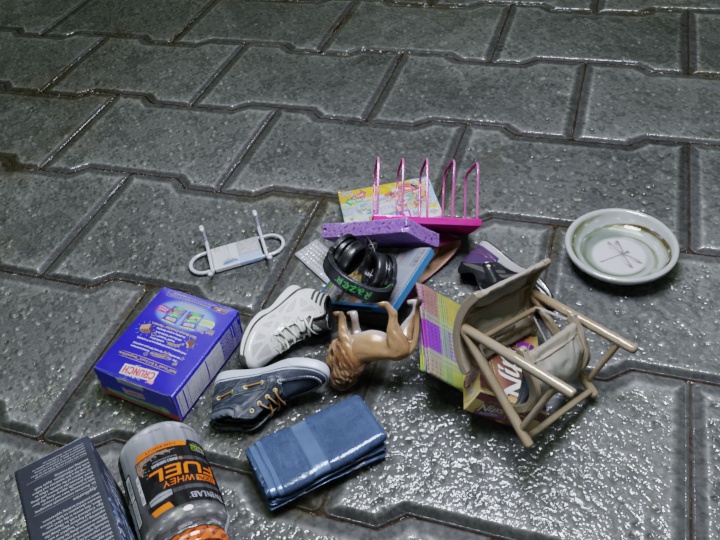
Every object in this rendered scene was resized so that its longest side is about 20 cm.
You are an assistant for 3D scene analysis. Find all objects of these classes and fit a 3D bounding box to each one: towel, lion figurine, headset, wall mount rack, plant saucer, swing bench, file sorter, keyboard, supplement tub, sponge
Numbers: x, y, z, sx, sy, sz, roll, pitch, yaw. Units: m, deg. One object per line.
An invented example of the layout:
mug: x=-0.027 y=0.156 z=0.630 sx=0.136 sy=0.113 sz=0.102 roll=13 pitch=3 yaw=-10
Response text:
towel: x=0.147 y=0.116 z=1.179 sx=0.143 sy=0.023 sz=0.202 roll=30 pitch=36 yaw=-25
lion figurine: x=0.022 y=0.118 z=1.152 sx=0.198 sy=0.072 sz=0.125 roll=-15 pitch=79 yaw=32
headset: x=0.000 y=0.000 z=1.211 sx=0.122 sy=0.095 sz=0.200 roll=27 pitch=27 yaw=-1
wall mount rack: x=-0.243 y=-0.037 z=1.419 sx=0.197 sy=0.075 sz=0.175 roll=-17 pitch=43 yaw=-8
plant saucer: x=0.473 y=-0.033 z=1.325 sx=0.197 sy=0.051 sz=0.202 roll=-4 pitch=42 yaw=4
swing bench: x=0.255 y=0.110 z=1.058 sx=0.197 sy=0.131 sz=0.200 roll=-19 pitch=57 yaw=-41
file sorter: x=0.119 y=-0.140 z=1.373 sx=0.197 sy=0.139 sz=0.128 roll=2 pitch=85 yaw=-2
towel: x=-0.065 y=0.268 z=1.086 sx=0.198 sy=0.049 sz=0.112 roll=-23 pitch=45 yaw=-15
keyboard: x=-0.051 y=0.003 z=1.395 sx=0.056 sy=0.011 sz=0.200 roll=-31 pitch=47 yaw=-22
supplement tub: x=-0.255 y=0.320 z=1.005 sx=0.121 sy=0.124 sz=0.200 roll=-23 pitch=45 yaw=-16
sponge: x=0.036 y=-0.064 z=1.329 sx=0.198 sy=0.111 sz=0.030 roll=-1 pitch=77 yaw=40

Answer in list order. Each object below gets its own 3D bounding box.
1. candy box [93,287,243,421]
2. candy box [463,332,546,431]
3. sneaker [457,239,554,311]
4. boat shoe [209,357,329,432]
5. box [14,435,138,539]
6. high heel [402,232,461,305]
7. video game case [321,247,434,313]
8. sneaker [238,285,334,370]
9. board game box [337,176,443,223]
candy box: x=-0.322 y=0.139 z=1.243 sx=0.167 sy=0.078 sz=0.201 roll=15 pitch=46 yaw=22
candy box: x=0.221 y=0.141 z=1.140 sx=0.115 sy=0.057 sz=0.202 roll=21 pitch=41 yaw=-13
sneaker: x=0.255 y=0.033 z=1.288 sx=0.087 sy=0.076 sz=0.200 roll=-39 pitch=46 yaw=-11
boat shoe: x=-0.144 y=0.203 z=1.152 sx=0.197 sy=0.071 sz=0.092 roll=-12 pitch=45 yaw=14
box: x=-0.363 y=0.354 z=0.965 sx=0.106 sy=0.150 sz=0.200 roll=-25 pitch=45 yaw=-18
high heel: x=0.122 y=-0.007 z=1.333 sx=0.095 sy=0.068 sz=0.201 roll=-2 pitch=39 yaw=22
video game case: x=0.022 y=0.014 z=1.297 sx=0.198 sy=0.018 sz=0.144 roll=2 pitch=47 yaw=46
sneaker: x=-0.117 y=0.097 z=1.240 sx=0.114 sy=0.076 sz=0.201 roll=3 pitch=39 yaw=35
board game box: x=0.060 y=-0.125 z=1.497 sx=0.197 sy=0.035 sz=0.135 roll=-11 pitch=43 yaw=-3
